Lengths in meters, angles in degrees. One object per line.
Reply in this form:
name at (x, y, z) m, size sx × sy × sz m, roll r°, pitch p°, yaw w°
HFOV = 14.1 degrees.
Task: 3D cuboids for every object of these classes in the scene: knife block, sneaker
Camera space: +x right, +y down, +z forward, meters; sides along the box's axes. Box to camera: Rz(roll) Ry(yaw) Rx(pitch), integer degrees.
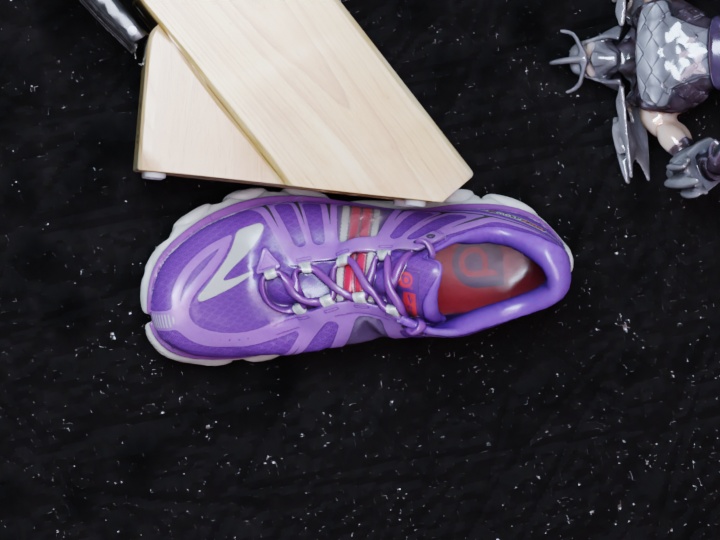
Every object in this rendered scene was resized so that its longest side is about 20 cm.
knife block at (-0.045, -0.123, 1.289) m, size 0.199 × 0.064 × 0.176 m, roll 6°, pitch 91°, yaw -6°
sneaker at (0.000, 0.000, 1.319) m, size 0.199 × 0.083 × 0.081 m, roll -9°, pitch 99°, yaw -11°

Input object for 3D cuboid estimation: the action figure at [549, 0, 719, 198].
action figure at (0.182, -0.100, 1.327) m, size 0.199 × 0.069 × 0.131 m, roll 0°, pitch 100°, yaw 20°
